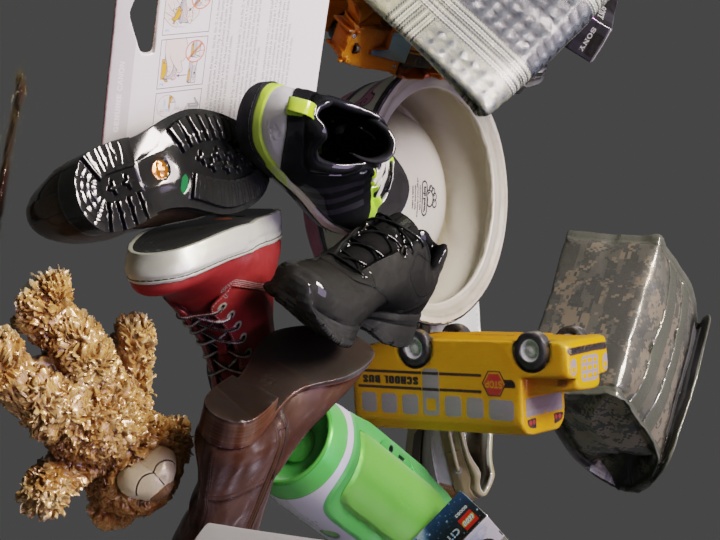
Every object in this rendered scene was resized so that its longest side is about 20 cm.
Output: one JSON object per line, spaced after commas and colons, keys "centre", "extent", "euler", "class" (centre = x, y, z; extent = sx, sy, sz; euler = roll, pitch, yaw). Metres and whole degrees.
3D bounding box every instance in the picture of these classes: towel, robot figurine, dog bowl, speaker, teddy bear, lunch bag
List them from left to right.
{"centre": [-0.175, 0.090, 1.334], "extent": [0.145, 0.066, 0.201], "euler": [-43, 123, -41], "class": "teddy bear"}
{"centre": [0.001, 0.169, 1.556], "extent": [0.200, 0.088, 0.089], "euler": [43, 58, -45], "class": "speaker"}
{"centre": [0.032, -0.058, 1.602], "extent": [0.199, 0.073, 0.202], "euler": [0, 89, -53], "class": "dog bowl"}
{"centre": [0.050, -0.184, 1.552], "extent": [0.199, 0.145, 0.059], "euler": [1, 121, -35], "class": "robot figurine"}
{"centre": [0.074, -0.229, 1.499], "extent": [0.200, 0.035, 0.193], "euler": [44, 61, 2], "class": "towel"}
{"centre": [0.241, 0.087, 1.852], "extent": [0.200, 0.117, 0.165], "euler": [51, 52, -48], "class": "lunch bag"}

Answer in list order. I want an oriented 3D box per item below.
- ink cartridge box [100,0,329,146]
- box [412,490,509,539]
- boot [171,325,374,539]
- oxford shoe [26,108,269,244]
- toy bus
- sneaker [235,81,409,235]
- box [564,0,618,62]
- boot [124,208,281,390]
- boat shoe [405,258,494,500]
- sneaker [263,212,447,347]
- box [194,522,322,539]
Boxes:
{"centre": [-0.100, -0.185, 1.394], "extent": [0.175, 0.045, 0.202], "euler": [-8, 118, -36], "class": "ink cartridge box"}
{"centre": [0.046, 0.280, 1.574], "extent": [0.200, 0.038, 0.137], "euler": [-45, 133, -5], "class": "box"}
{"centre": [-0.073, 0.149, 1.431], "extent": [0.186, 0.064, 0.201], "euler": [-26, 138, -50], "class": "boot"}
{"centre": [-0.141, -0.061, 1.365], "extent": [0.199, 0.084, 0.073], "euler": [-12, 86, -49], "class": "oxford shoe"}
{"centre": [0.090, 0.082, 1.576], "extent": [0.065, 0.199, 0.079], "euler": [-5, 94, -53], "class": "toy bus"}
{"centre": [-0.007, -0.071, 1.421], "extent": [0.200, 0.082, 0.072], "euler": [27, 70, -55], "class": "sneaker"}
{"centre": [0.109, -0.244, 1.592], "extent": [0.199, 0.036, 0.143], "euler": [33, 25, -4], "class": "box"}
{"centre": [-0.099, 0.038, 1.403], "extent": [0.200, 0.072, 0.146], "euler": [-19, 108, -71], "class": "boot"}
{"centre": [0.083, 0.088, 1.676], "extent": [0.074, 0.068, 0.202], "euler": [4, 87, -53], "class": "boat shoe"}
{"centre": [0.000, 0.000, 1.432], "extent": [0.091, 0.076, 0.200], "euler": [-58, 162, 12], "class": "sneaker"}
{"centre": [-0.061, 0.290, 1.324], "extent": [0.152, 0.106, 0.201], "euler": [-51, 130, -38], "class": "box"}
